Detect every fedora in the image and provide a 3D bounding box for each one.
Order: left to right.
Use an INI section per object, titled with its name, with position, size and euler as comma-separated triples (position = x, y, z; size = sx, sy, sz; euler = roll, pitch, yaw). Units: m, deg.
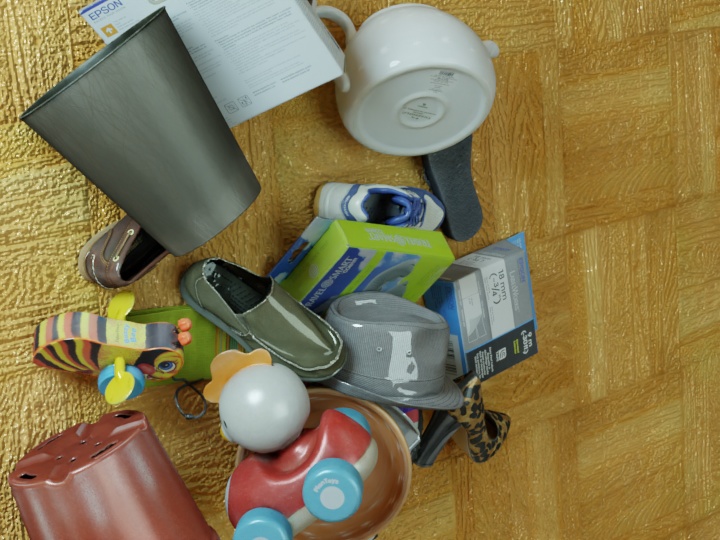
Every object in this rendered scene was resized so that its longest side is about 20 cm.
[fedora]
position = 0.032, 0.082, 1.716
size = 0.199, 0.177, 0.091
euler = 11, 108, -11

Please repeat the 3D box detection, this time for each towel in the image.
[towel]
position = -0.179, 0.080, 1.655
size = 0.200, 0.018, 0.086
euler = -5, 97, -42

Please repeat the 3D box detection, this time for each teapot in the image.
[teapot]
position = 0.053, -0.238, 1.746
size = 0.200, 0.197, 0.146
euler = 53, 21, -55

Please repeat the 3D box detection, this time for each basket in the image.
[basket]
position = -0.201, -0.124, 1.481
size = 0.180, 0.136, 0.200
euler = -34, 106, 12

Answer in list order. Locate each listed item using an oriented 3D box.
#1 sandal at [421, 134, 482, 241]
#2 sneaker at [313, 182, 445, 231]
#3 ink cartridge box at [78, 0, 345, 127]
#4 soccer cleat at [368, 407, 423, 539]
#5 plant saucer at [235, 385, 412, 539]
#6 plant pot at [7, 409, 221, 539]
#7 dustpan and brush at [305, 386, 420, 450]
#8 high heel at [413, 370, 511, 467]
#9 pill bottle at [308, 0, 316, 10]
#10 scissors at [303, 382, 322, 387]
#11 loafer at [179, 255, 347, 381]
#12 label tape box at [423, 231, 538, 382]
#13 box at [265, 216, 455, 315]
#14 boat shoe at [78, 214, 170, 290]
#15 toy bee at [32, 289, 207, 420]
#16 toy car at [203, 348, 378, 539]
[sandal]
position = 0.104, -0.128, 1.881
size = 0.076, 0.043, 0.201
euler = -27, 123, -30
[sneaker]
position = 0.041, -0.064, 1.793
size = 0.200, 0.088, 0.076
euler = -1, 94, -44
[ink cartridge box]
position = -0.148, -0.240, 1.535
size = 0.200, 0.199, 0.041
euler = 53, 24, -36
[soccer cleat]
position = 0.013, 0.234, 1.822
size = 0.073, 0.068, 0.200
euler = 34, 73, -32
[plant saucer]
position = -0.042, 0.220, 1.720
size = 0.199, 0.037, 0.201
euler = 0, 108, -1
[plant pot]
position = -0.244, 0.258, 1.512
size = 0.201, 0.200, 0.196
euler = -32, 108, -35
[dustpan and brush]
position = -0.039, 0.171, 1.755
size = 0.140, 0.057, 0.200
euler = -44, 92, -6
[high heel]
position = 0.156, 0.171, 1.893
size = 0.200, 0.071, 0.143
euler = -11, 137, -51
[pill bottle]
position = -0.145, -0.310, 1.575
size = 0.200, 0.109, 0.109
euler = 38, 70, -38
[scissors]
position = -0.001, 0.075, 1.820
size = 0.200, 0.014, 0.073
euler = -53, 124, -23
[loafer]
position = -0.103, 0.050, 1.620
size = 0.200, 0.070, 0.075
euler = 30, 65, -2
[label tape box]
position = 0.176, 0.046, 1.947
size = 0.200, 0.063, 0.145
euler = -23, 111, -38
[box]
position = 0.000, 0.000, 1.747
size = 0.200, 0.048, 0.122
euler = 6, 136, -43
[boat shoe]
position = -0.204, -0.051, 1.581
size = 0.200, 0.070, 0.070
euler = -51, 125, -28
[toy bee]
position = -0.224, 0.074, 1.538
size = 0.200, 0.109, 0.131
euler = 1, 54, -44
[toy car]
position = -0.101, 0.173, 1.593
size = 0.177, 0.184, 0.200
euler = -36, 99, 12
